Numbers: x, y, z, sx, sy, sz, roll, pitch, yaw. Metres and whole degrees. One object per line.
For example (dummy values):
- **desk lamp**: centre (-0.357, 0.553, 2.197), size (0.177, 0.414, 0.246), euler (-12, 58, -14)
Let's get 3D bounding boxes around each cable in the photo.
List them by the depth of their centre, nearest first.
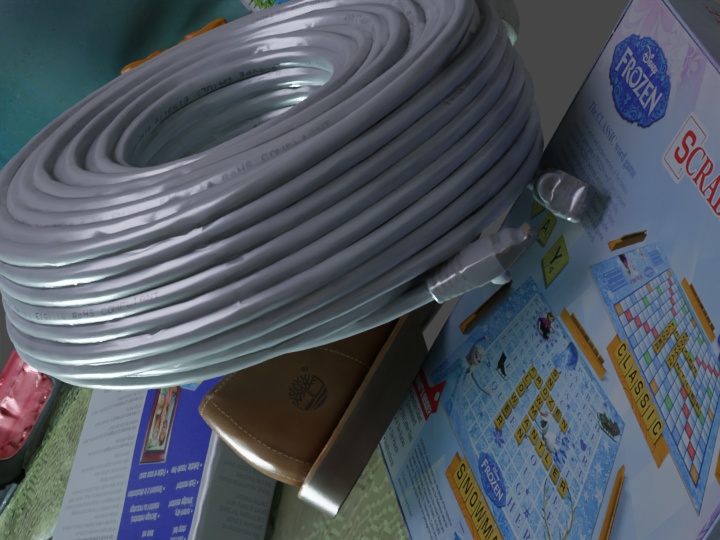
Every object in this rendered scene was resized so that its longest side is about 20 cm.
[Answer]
- **cable**: centre (-0.036, -0.033, 0.702), size (0.199, 0.069, 0.200), euler (-24, 22, 0)

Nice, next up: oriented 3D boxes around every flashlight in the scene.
- **flashlight**: centre (-0.206, 0.071, 1.232), size (0.200, 0.067, 0.068), euler (-58, 29, 25)

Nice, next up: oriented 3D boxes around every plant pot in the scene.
- **plant pot**: centre (-0.151, -0.148, 1.143), size (0.188, 0.200, 0.201), euler (-39, 35, 26)

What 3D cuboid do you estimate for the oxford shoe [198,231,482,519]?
- **oxford shoe**: centre (0.000, 0.000, 0.756), size (0.071, 0.071, 0.200), euler (-63, -2, 40)

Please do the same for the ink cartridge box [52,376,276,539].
- **ink cartridge box**: centre (-0.098, 0.118, 0.980), size (0.197, 0.047, 0.201), euler (-18, 58, 61)

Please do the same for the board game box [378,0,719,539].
- **board game box**: centre (0.084, 0.037, 0.630), size (0.200, 0.041, 0.200), euler (-61, 24, 23)

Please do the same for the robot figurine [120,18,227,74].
- **robot figurine**: centre (-0.075, -0.060, 0.998), size (0.145, 0.058, 0.200), euler (-26, 28, 5)

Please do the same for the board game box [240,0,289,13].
- **board game box**: centre (-0.004, -0.163, 0.963), size (0.126, 0.035, 0.200), euler (-52, 26, 8)

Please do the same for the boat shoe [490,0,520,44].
- **boat shoe**: centre (-0.013, -0.049, 0.846), size (0.200, 0.075, 0.069), euler (-34, 56, 20)
